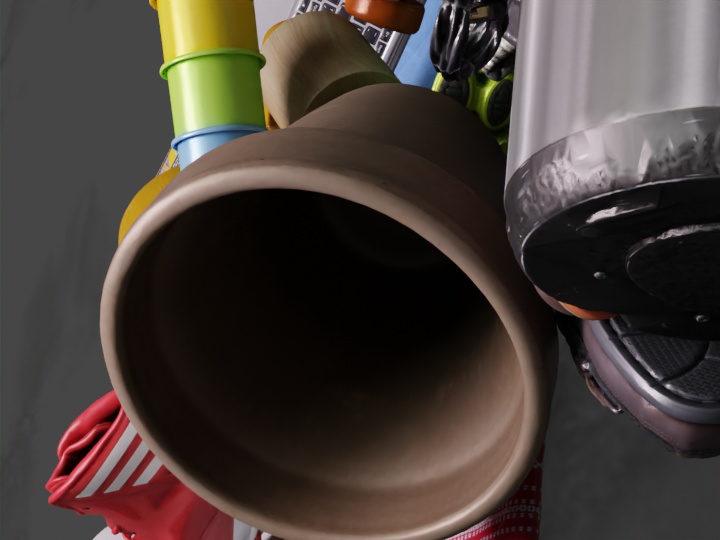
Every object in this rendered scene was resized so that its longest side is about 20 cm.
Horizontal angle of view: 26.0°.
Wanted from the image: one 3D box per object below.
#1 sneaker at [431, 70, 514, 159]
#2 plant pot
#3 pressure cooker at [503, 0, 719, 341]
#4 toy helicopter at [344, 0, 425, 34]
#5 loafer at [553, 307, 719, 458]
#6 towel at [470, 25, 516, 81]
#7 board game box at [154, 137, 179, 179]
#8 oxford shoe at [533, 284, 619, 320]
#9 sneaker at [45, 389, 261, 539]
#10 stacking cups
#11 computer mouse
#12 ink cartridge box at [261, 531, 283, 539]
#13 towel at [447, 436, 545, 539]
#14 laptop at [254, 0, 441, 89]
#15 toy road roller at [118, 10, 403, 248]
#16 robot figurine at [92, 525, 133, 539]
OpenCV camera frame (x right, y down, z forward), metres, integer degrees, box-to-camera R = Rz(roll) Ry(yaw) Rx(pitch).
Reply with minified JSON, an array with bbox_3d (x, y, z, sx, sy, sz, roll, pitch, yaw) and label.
[{"bbox_3d":[0.085,-0.136,0.813,0.084,0.074,0.201,-159,90,-81],"label":"sneaker"},{"bbox_3d":[0.000,0.000,0.728,0.201,0.199,0.175,-55,7,35],"label":"plant pot"},{"bbox_3d":[0.137,-0.091,0.527,0.176,0.177,0.202,-31,48,59],"label":"pressure cooker"},{"bbox_3d":[-0.012,-0.173,0.826,0.200,0.131,0.079,-102,31,-73],"label":"toy helicopter"},{"bbox_3d":[0.117,0.021,0.653,0.200,0.071,0.063,-106,16,-58],"label":"loafer"},{"bbox_3d":[0.102,-0.217,0.736,0.199,0.034,0.194,-35,56,27],"label":"towel"},{"bbox_3d":[-0.102,-0.059,1.168,0.201,0.056,0.166,-57,27,33],"label":"board game box"},{"bbox_3d":[0.102,-0.046,0.654,0.072,0.071,0.201,-31,21,42],"label":"oxford shoe"},{"bbox_3d":[-0.109,0.129,0.831,0.079,0.115,0.201,-94,13,-54],"label":"sneaker"},{"bbox_3d":[-0.070,-0.050,0.810,0.060,0.060,0.202,-25,70,59],"label":"stacking cups"},{"bbox_3d":[0.070,-0.106,0.612,0.200,0.034,0.059,-42,-25,-62],"label":"computer mouse"},{"bbox_3d":[-0.027,0.151,0.842,0.160,0.047,0.202,176,104,-75],"label":"ink cartridge box"},{"bbox_3d":[0.049,0.085,0.795,0.144,0.022,0.202,-31,47,55],"label":"towel"},{"bbox_3d":[0.008,-0.186,0.946,0.188,0.199,0.116,-64,-8,19],"label":"laptop"},{"bbox_3d":[-0.059,-0.040,0.899,0.123,0.145,0.201,-124,35,-50],"label":"toy road roller"},{"bbox_3d":[-0.137,0.248,0.970,0.201,0.124,0.150,-65,29,19],"label":"robot figurine"}]
